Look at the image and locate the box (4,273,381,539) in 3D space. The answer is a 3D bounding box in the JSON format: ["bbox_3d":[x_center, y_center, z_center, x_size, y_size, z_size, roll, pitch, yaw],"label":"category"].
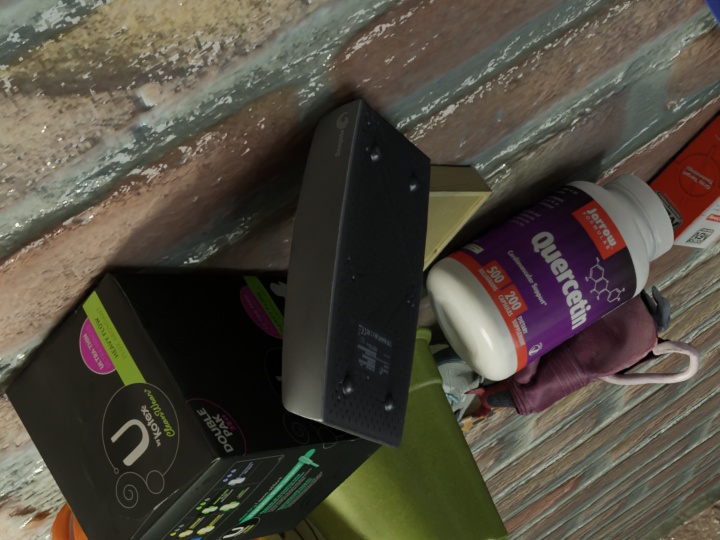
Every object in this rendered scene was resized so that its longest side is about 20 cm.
[{"bbox_3d":[-0.103,0.095,0.971,0.124,0.149,0.200,-46,156,25],"label":"box"}]

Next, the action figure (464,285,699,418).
[{"bbox_3d":[0.191,0.090,1.309,0.199,0.149,0.134,-31,143,1],"label":"action figure"}]

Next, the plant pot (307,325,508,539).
[{"bbox_3d":[0.027,0.181,1.239,0.199,0.190,0.200,-32,166,-9],"label":"plant pot"}]

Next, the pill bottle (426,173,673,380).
[{"bbox_3d":[0.162,-0.001,1.219,0.199,0.113,0.113,-31,157,-14],"label":"pill bottle"}]

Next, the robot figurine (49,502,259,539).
[{"bbox_3d":[-0.159,0.201,1.115,0.200,0.144,0.116,-32,149,24],"label":"robot figurine"}]

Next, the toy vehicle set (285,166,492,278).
[{"bbox_3d":[0.000,0.000,1.097,0.124,0.027,0.200,-3,140,-53],"label":"toy vehicle set"}]

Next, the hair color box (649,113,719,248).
[{"bbox_3d":[0.361,-0.111,1.363,0.200,0.061,0.101,-48,155,22],"label":"hair color box"}]

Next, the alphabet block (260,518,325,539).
[{"bbox_3d":[-0.122,0.294,1.275,0.196,0.196,0.200,-41,158,5],"label":"alphabet block"}]

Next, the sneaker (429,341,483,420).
[{"bbox_3d":[0.066,0.149,1.364,0.077,0.087,0.200,13,133,-15],"label":"sneaker"}]

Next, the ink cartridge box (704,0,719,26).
[{"bbox_3d":[0.308,-0.179,1.107,0.044,0.094,0.200,-32,159,18],"label":"ink cartridge box"}]

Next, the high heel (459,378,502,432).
[{"bbox_3d":[0.127,0.104,1.424,0.142,0.072,0.200,-21,158,-35],"label":"high heel"}]

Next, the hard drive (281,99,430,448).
[{"bbox_3d":[-0.001,0.006,0.928,0.042,0.201,0.135,1,167,25],"label":"hard drive"}]
